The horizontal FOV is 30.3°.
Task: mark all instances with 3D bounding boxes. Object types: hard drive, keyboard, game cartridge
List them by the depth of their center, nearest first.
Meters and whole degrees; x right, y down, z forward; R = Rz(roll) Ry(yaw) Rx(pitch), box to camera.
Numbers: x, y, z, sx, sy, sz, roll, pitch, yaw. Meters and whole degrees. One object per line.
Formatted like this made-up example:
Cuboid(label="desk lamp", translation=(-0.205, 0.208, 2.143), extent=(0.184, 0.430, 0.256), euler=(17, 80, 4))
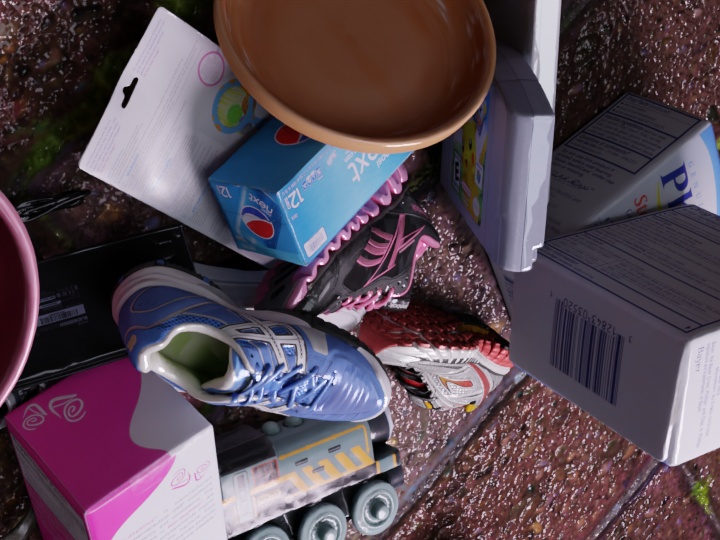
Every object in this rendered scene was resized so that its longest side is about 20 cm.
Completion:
Cuboid(label="keyboard", translation=(-0.207, 0.007, 0.875), extent=(0.199, 0.021, 0.128), euler=(-16, 87, -23))
Cuboid(label="game cartridge", translation=(0.096, -0.098, 0.986), extent=(0.040, 0.200, 0.134), euler=(1, 112, -11))
Cuboid(label="hard drive", translation=(0.119, -0.167, 1.010), extent=(0.026, 0.132, 0.202), euler=(-4, 114, -10))

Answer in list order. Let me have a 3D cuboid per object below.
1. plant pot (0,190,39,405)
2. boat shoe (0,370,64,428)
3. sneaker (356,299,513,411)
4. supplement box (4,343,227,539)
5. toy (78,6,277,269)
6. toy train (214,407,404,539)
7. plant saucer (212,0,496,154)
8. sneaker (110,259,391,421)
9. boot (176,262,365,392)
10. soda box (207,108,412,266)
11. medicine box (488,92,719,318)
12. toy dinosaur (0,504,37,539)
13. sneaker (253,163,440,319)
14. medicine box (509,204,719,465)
Cuboid(label="plant pot", translation=(-0.302, -0.003, 0.734), extent=(0.199, 0.179, 0.202), euler=(-15, 119, -30))
Cuboid(label="boat shoe", translation=(-0.243, 0.076, 0.886), extent=(0.199, 0.068, 0.073), euler=(-22, 122, -28))
Cuboid(label="sneaker", translation=(0.062, 0.079, 1.099), extent=(0.199, 0.078, 0.083), euler=(19, 105, -52))
Cuboid(label="supplement box", translation=(-0.162, 0.162, 0.923), extent=(0.101, 0.103, 0.201), euler=(-33, 147, -27))
Cuboid(label="toy", translation=(-0.108, -0.089, 0.929), extent=(0.200, 0.047, 0.116), euler=(30, 85, -46))
Cuboid(label="toy train", translation=(-0.051, 0.169, 1.070), extent=(0.199, 0.085, 0.115), euler=(-17, 110, -30))
Cuboid(label="plant saucer", translation=(-0.005, -0.162, 0.907), extent=(0.199, 0.201, 0.037), euler=(-21, 162, -28))
Cuboid(label="sneaker", translation=(-0.070, 0.065, 0.865), extent=(0.199, 0.077, 0.076), euler=(19, 116, -20))
Cuboid(label="boot", translation=(-0.073, 0.052, 0.975), extent=(0.199, 0.096, 0.074), euler=(3, 146, -32))
Cuboid(label="soda box", translation=(-0.014, -0.094, 0.942), extent=(0.200, 0.067, 0.064), euler=(-47, 133, -33))
Cuboid(label="medicine box", translation=(0.223, -0.020, 1.172), extent=(0.200, 0.103, 0.183), euler=(-37, 128, -17))
Cuboid(label="toy dinosaur", translation=(-0.291, 0.234, 0.930), extent=(0.201, 0.076, 0.103), euler=(-58, 146, -37))
Cuboid(label="sneaker", translation=(0.000, 0.000, 0.973), extent=(0.096, 0.079, 0.200), euler=(54, 44, -13))
Cuboid(label="medicine box", translation=(0.248, 0.040, 1.019), extent=(0.199, 0.182, 0.104), euler=(-13, 118, -31))
